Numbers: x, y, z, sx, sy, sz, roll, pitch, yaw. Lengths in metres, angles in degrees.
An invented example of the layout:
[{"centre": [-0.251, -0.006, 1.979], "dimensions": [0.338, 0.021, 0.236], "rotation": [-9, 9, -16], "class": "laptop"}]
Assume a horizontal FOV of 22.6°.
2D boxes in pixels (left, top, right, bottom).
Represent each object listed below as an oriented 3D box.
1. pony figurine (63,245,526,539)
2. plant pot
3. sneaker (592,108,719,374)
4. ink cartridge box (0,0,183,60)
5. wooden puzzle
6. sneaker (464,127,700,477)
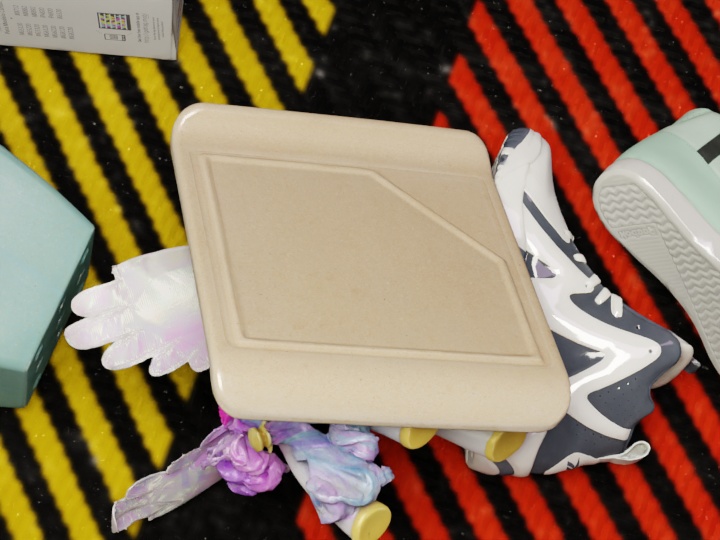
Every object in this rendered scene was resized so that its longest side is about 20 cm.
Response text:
[{"centre": [-0.040, 0.062, 0.959], "dimensions": [0.192, 0.168, 0.200], "rotation": [-27, 42, -34], "class": "pony figurine"}, {"centre": [-0.253, -0.014, 0.983], "dimensions": [0.199, 0.141, 0.142], "rotation": [23, 69, -3], "class": "plant pot"}, {"centre": [0.236, -0.008, 1.051], "dimensions": [0.201, 0.074, 0.118], "rotation": [51, 52, 0], "class": "sneaker"}, {"centre": [-0.190, -0.241, 1.098], "dimensions": [0.174, 0.084, 0.201], "rotation": [4, 70, -3], "class": "ink cartridge box"}, {"centre": [0.000, 0.000, 0.927], "dimensions": [0.184, 0.037, 0.201], "rotation": [4, 46, -19], "class": "wooden puzzle"}, {"centre": [0.130, 0.021, 1.028], "dimensions": [0.129, 0.080, 0.201], "rotation": [6, 69, -4], "class": "sneaker"}]
